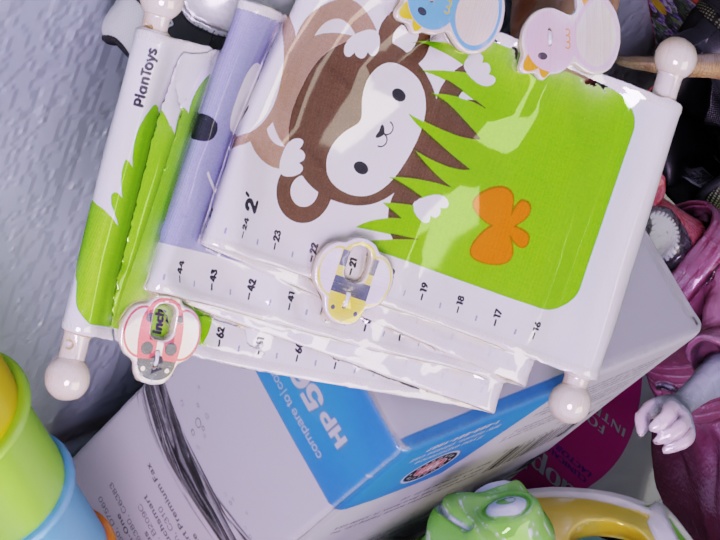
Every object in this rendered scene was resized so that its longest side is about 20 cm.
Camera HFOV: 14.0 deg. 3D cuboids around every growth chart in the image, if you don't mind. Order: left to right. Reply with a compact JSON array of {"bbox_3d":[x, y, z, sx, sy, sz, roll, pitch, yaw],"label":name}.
[{"bbox_3d":[0.007,-0.025,0.886,0.200,0.018,0.145,7,97,-28],"label":"growth chart"}]

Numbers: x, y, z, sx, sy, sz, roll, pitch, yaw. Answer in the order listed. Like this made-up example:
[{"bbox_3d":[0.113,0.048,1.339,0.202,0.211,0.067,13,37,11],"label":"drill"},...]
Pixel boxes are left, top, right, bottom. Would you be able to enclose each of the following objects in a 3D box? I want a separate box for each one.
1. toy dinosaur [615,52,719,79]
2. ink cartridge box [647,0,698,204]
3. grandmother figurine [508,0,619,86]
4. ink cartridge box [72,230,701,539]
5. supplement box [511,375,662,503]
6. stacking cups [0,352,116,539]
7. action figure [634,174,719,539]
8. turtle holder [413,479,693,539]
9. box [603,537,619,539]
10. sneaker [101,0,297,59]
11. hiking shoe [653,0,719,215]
[{"bbox_3d":[0.186,-0.057,1.055,0.106,0.060,0.200,-47,142,4],"label":"toy dinosaur"},{"bbox_3d":[0.158,-0.106,1.195,0.200,0.050,0.109,-42,153,-11],"label":"ink cartridge box"},{"bbox_3d":[0.069,-0.083,1.070,0.121,0.061,0.200,-49,161,-48],"label":"grandmother figurine"},{"bbox_3d":[-0.002,0.050,1.026,0.146,0.084,0.200,-20,165,-40],"label":"ink cartridge box"},{"bbox_3d":[0.119,0.060,1.298,0.103,0.101,0.200,-33,150,-30],"label":"supplement box"},{"bbox_3d":[-0.109,0.087,0.941,0.061,0.060,0.200,-41,134,-17],"label":"stacking cups"},{"bbox_3d":[0.140,0.037,1.105,0.149,0.134,0.200,-31,121,-18],"label":"action figure"},{"bbox_3d":[0.060,0.131,1.029,0.132,0.141,0.186,-31,114,8],"label":"turtle holder"},{"bbox_3d":[0.074,0.186,1.310,0.200,0.193,0.048,95,7,-50],"label":"box"},{"bbox_3d":[-0.016,-0.066,0.957,0.088,0.076,0.200,-45,146,6],"label":"sneaker"},{"bbox_3d":[0.156,-0.053,1.142,0.101,0.076,0.200,-34,141,-9],"label":"hiking shoe"}]
